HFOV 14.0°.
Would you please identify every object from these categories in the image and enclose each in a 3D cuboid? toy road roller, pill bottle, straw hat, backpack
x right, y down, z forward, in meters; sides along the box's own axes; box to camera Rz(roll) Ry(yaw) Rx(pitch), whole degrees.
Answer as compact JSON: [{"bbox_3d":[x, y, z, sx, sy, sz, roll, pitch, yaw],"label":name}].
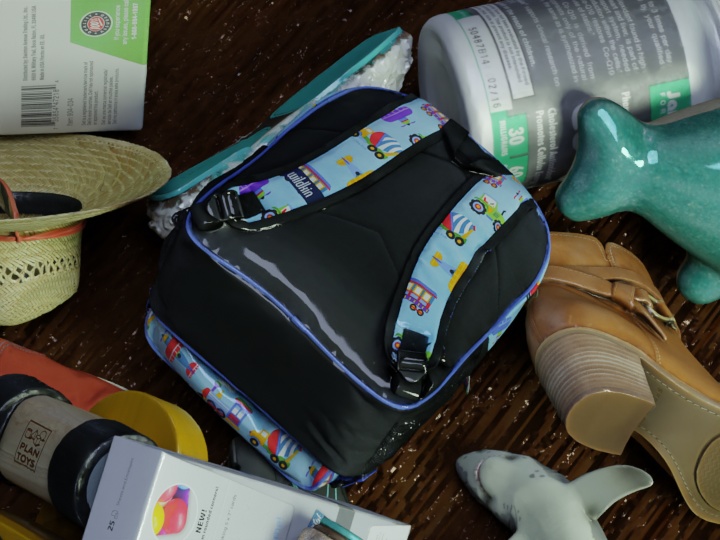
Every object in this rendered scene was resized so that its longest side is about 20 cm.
[{"bbox_3d":[-0.140,0.160,1.516,0.146,0.123,0.201,24,88,-39],"label":"toy road roller"},{"bbox_3d":[0.143,-0.116,1.756,0.199,0.113,0.114,-13,69,-12],"label":"pill bottle"},{"bbox_3d":[-0.207,-0.016,1.675,0.200,0.201,0.086,-2,107,-9],"label":"straw hat"},{"bbox_3d":[0.000,0.000,1.648,0.182,0.135,0.200,40,48,8],"label":"backpack"}]

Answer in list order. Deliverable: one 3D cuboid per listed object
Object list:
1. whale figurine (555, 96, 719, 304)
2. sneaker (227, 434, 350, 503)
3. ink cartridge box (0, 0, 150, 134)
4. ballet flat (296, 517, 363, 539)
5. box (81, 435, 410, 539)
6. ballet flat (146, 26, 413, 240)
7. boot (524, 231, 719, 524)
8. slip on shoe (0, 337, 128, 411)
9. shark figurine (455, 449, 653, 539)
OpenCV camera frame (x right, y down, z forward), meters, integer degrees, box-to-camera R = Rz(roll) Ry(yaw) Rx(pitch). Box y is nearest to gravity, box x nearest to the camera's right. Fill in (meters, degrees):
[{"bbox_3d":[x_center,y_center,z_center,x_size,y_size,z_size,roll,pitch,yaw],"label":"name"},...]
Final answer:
[{"bbox_3d":[0.217,-0.045,1.694,0.199,0.160,0.104,8,26,-16],"label":"whale figurine"},{"bbox_3d":[-0.024,0.180,1.626,0.079,0.075,0.201,-5,68,-12],"label":"sneaker"},{"bbox_3d":[-0.225,-0.150,1.697,0.198,0.146,0.084,-2,57,-9],"label":"ink cartridge box"},{"bbox_3d":[0.024,0.195,1.519,0.200,0.068,0.068,36,80,-37],"label":"ballet flat"},{"bbox_3d":[-0.069,0.181,1.484,0.041,0.200,0.157,14,86,40],"label":"box"},{"bbox_3d":[-0.040,-0.067,1.746,0.200,0.072,0.072,-36,76,-18],"label":"ballet flat"},{"bbox_3d":[0.176,0.061,1.711,0.199,0.077,0.156,19,32,-25],"label":"boot"},{"bbox_3d":[-0.202,0.071,1.657,0.199,0.061,0.074,21,64,0],"label":"slip on shoe"},{"bbox_3d":[0.120,0.196,1.642,0.127,0.090,0.216,-14,56,23],"label":"shark figurine"}]
